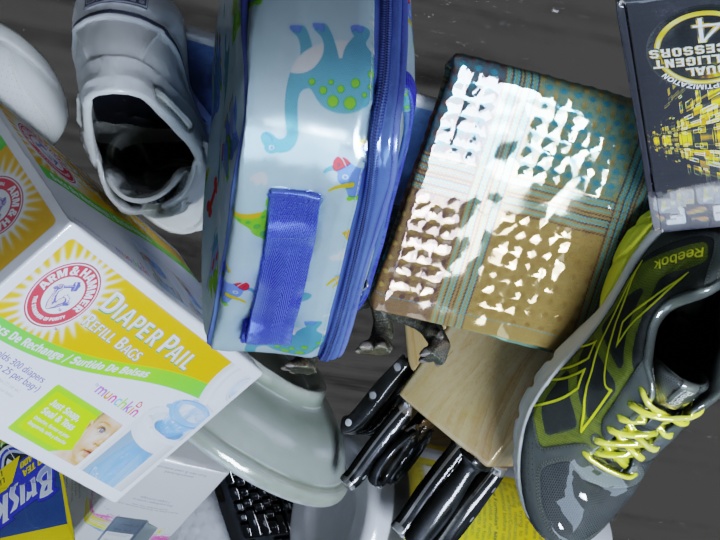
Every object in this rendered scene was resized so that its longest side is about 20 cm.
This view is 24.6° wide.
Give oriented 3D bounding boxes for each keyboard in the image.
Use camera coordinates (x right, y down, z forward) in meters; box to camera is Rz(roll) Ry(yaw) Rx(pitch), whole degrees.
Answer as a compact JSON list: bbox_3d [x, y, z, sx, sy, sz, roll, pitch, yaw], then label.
[{"bbox_3d":[-0.063,0.151,1.143,0.103,0.202,0.040,-14,-170,24],"label":"keyboard"}]

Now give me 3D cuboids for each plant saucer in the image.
[{"bbox_3d":[-0.075,0.059,1.005,0.200,0.200,0.050,30,104,-42],"label":"plant saucer"}]

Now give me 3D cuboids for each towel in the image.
[{"bbox_3d":[0.116,-0.024,0.869,0.198,0.022,0.148,13,110,-17],"label":"towel"}]

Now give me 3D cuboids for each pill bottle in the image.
[{"bbox_3d":[0.063,0.178,1.104,0.199,0.115,0.114,15,150,-27],"label":"pill bottle"}]

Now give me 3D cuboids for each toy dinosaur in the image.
[{"bbox_3d":[0.000,0.000,0.904,0.198,0.103,0.077,-5,161,9],"label":"toy dinosaur"}]

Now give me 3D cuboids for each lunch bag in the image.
[{"bbox_3d":[-0.026,-0.061,0.726,0.082,0.162,0.201,5,146,-6],"label":"lunch bag"}]

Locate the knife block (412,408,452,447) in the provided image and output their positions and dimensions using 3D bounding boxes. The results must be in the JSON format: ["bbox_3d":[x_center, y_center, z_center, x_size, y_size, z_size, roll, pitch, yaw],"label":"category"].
[{"bbox_3d":[0.114,0.123,1.192,0.174,0.065,0.200,-6,152,16],"label":"knife block"}]

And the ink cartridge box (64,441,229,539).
[{"bbox_3d":[-0.164,0.132,1.134,0.067,0.118,0.200,15,138,-27],"label":"ink cartridge box"}]

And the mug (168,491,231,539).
[{"bbox_3d":[-0.056,0.205,1.286,0.174,0.149,0.200,28,-172,10],"label":"mug"}]

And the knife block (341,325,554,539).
[{"bbox_3d":[0.085,0.076,0.958,0.198,0.177,0.064,-9,172,20],"label":"knife block"}]

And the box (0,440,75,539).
[{"bbox_3d":[-0.246,0.137,0.950,0.070,0.065,0.199,-7,175,-41],"label":"box"}]

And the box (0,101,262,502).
[{"bbox_3d":[-0.154,0.019,0.827,0.112,0.102,0.200,-41,147,3],"label":"box"}]

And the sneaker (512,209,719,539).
[{"bbox_3d":[0.139,0.062,0.852,0.074,0.085,0.201,16,108,-16],"label":"sneaker"}]

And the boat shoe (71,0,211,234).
[{"bbox_3d":[-0.108,-0.059,0.824,0.073,0.066,0.200,-2,153,9],"label":"boat shoe"}]

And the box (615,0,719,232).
[{"bbox_3d":[0.223,-0.093,0.757,0.198,0.049,0.162,-5,143,13],"label":"box"}]

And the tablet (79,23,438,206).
[{"bbox_3d":[-0.038,-0.075,0.875,0.198,0.014,0.130,14,151,-20],"label":"tablet"}]

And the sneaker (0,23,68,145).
[{"bbox_3d":[-0.222,-0.094,0.783,0.070,0.081,0.200,-19,147,33],"label":"sneaker"}]
